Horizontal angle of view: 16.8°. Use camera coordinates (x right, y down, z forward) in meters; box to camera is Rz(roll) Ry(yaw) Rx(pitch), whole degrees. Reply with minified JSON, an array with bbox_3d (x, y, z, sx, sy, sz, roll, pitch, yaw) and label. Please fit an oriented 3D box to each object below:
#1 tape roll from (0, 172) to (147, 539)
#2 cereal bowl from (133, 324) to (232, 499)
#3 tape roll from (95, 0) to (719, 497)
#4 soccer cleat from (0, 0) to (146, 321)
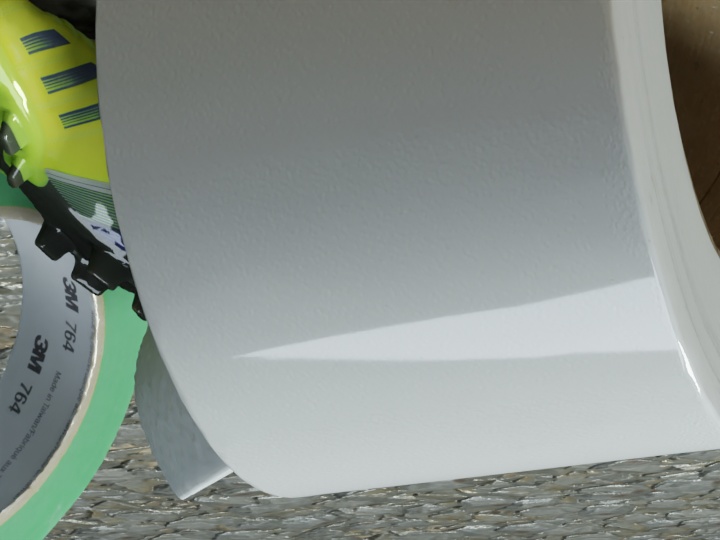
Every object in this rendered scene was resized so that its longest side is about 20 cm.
[{"bbox_3d":[-0.169,0.037,0.947,0.048,0.201,0.200,25,-177,35],"label":"tape roll"},{"bbox_3d":[0.000,0.000,0.891,0.200,0.084,0.200,-29,176,-2],"label":"cereal bowl"},{"bbox_3d":[0.031,-0.043,0.684,0.139,0.204,0.203,-8,163,21],"label":"tape roll"},{"bbox_3d":[-0.102,-0.059,0.880,0.065,0.084,0.200,26,163,33],"label":"soccer cleat"}]
